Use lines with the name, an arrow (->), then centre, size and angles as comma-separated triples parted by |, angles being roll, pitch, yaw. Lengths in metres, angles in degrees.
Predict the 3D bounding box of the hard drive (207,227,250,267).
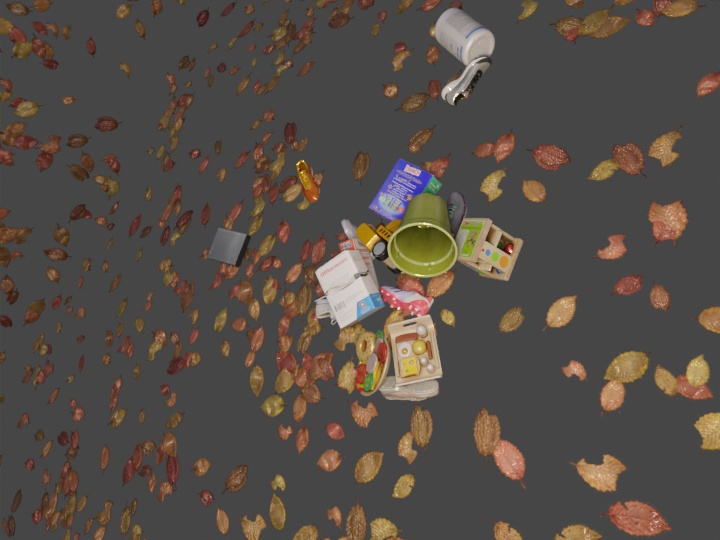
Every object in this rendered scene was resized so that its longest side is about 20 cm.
hard drive -> -0.566, -0.101, 2.270 | 0.197, 0.033, 0.142 | 13, 80, 38

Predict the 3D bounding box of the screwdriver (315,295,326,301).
screwdriver -> -0.072, 0.064, 1.824 | 0.197, 0.028, 0.029 | -29, 16, -1

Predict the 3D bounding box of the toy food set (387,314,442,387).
toy food set -> 0.158, 0.240, 1.573 | 0.141, 0.061, 0.203 | -16, 53, 14

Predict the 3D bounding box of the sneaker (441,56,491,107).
sneaker -> 0.372, -0.643, 1.808 | 0.200, 0.073, 0.080 | -41, 62, 22

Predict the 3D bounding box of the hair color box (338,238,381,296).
hair color box -> 0.000, 0.000, 1.747 | 0.060, 0.101, 0.205 | -18, 82, 28

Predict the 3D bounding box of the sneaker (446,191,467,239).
sneaker -> 0.286, -0.164, 1.659 | 0.073, 0.087, 0.205 | -3, 70, 33

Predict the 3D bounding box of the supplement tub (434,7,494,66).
supplement tub -> 0.362, -0.809, 1.837 | 0.132, 0.131, 0.202 | -42, 54, 13

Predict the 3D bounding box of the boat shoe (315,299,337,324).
boat shoe -> -0.080, 0.144, 1.803 | 0.199, 0.074, 0.088 | -5, 68, 36

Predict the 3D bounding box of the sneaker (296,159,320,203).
sneaker -> -0.216, -0.350, 2.095 | 0.072, 0.077, 0.203 | -34, 57, 17

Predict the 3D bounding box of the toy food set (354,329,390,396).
toy food set -> 0.032, 0.284, 1.634 | 0.197, 0.048, 0.204 | -17, 57, 63

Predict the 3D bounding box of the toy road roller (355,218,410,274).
toy road roller -> 0.093, -0.101, 1.683 | 0.147, 0.122, 0.200 | -49, 42, 4

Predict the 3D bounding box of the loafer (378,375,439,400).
loafer -> 0.148, 0.356, 1.576 | 0.196, 0.064, 0.072 | -4, 36, 31

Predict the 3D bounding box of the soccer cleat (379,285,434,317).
soccer cleat -> 0.144, 0.088, 1.685 | 0.076, 0.068, 0.198 | -40, 40, -25

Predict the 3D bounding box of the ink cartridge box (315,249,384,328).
ink cartridge box -> -0.034, 0.056, 1.662 | 0.143, 0.084, 0.203 | -31, 78, 27

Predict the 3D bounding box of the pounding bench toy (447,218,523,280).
pounding bench toy -> 0.348, -0.062, 1.545 | 0.126, 0.154, 0.199 | -66, 24, -5

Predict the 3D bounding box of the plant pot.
plant pot -> 0.187, -0.118, 1.534 | 0.197, 0.201, 0.186 | -17, 39, 28

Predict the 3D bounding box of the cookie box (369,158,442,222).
cookie box -> 0.152, -0.253, 1.797 | 0.170, 0.075, 0.202 | 36, 94, 39

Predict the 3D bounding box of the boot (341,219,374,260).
boot -> 0.012, -0.122, 1.855 | 0.095, 0.073, 0.202 | -36, 63, 10
